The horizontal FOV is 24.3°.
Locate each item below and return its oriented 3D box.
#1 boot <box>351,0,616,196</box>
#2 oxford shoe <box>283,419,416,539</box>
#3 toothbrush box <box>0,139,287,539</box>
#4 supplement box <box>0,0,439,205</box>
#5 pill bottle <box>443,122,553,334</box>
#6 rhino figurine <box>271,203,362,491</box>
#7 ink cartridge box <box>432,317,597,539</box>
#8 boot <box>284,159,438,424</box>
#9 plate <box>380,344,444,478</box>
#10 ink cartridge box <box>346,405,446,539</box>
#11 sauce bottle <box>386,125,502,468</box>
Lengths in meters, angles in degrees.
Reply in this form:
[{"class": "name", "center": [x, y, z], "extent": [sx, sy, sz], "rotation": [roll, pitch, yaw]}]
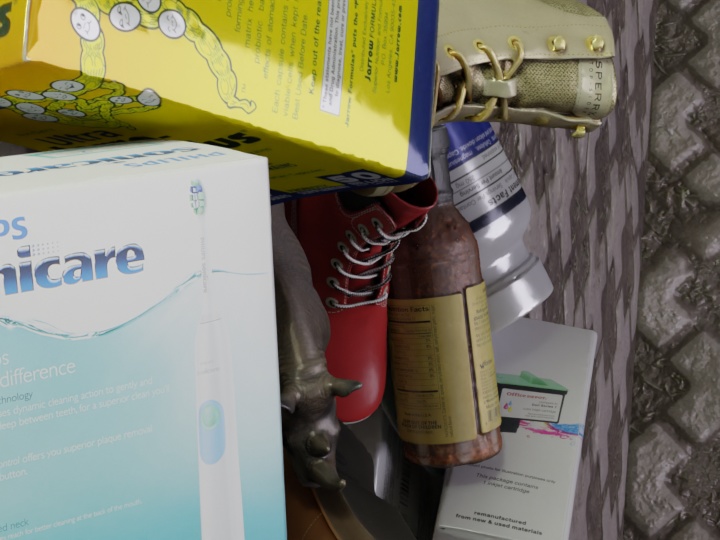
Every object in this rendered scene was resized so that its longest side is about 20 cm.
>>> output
[{"class": "boot", "center": [0.056, -0.092, 0.819], "extent": [0.200, 0.155, 0.073], "rotation": [-106, -153, -61]}, {"class": "oxford shoe", "center": [-0.032, 0.116, 0.875], "extent": [0.071, 0.071, 0.200], "rotation": [35, 12, -24]}, {"class": "toothbrush box", "center": [-0.107, 0.062, 0.582], "extent": [0.146, 0.085, 0.201], "rotation": [-12, 106, -37]}, {"class": "supplement box", "center": [-0.075, -0.100, 0.666], "extent": [0.200, 0.109, 0.110], "rotation": [14, 76, -43]}, {"class": "pill bottle", "center": [0.039, -0.054, 1.075], "extent": [0.200, 0.116, 0.116], "rotation": [63, 21, -6]}, {"class": "rhino figurine", "center": [-0.046, 0.030, 0.829], "extent": [0.088, 0.060, 0.200], "rotation": [104, -30, -43]}, {"class": "ink cartridge box", "center": [0.097, 0.148, 1.111], "extent": [0.200, 0.084, 0.145], "rotation": [-72, 172, -47]}, {"class": "boot", "center": [0.000, 0.000, 0.923], "extent": [0.072, 0.144, 0.201], "rotation": [-16, 106, -27]}, {"class": "plate", "center": [0.015, 0.043, 1.104], "extent": [0.201, 0.026, 0.200], "rotation": [61, 5, -10]}, {"class": "ink cartridge box", "center": [-0.003, 0.178, 1.118], "extent": [0.200, 0.083, 0.145], "rotation": [47, 46, -66]}, {"class": "sauce bottle", "center": [0.045, 0.015, 0.997], "extent": [0.066, 0.066, 0.201], "rotation": [-27, 112, -72]}]
